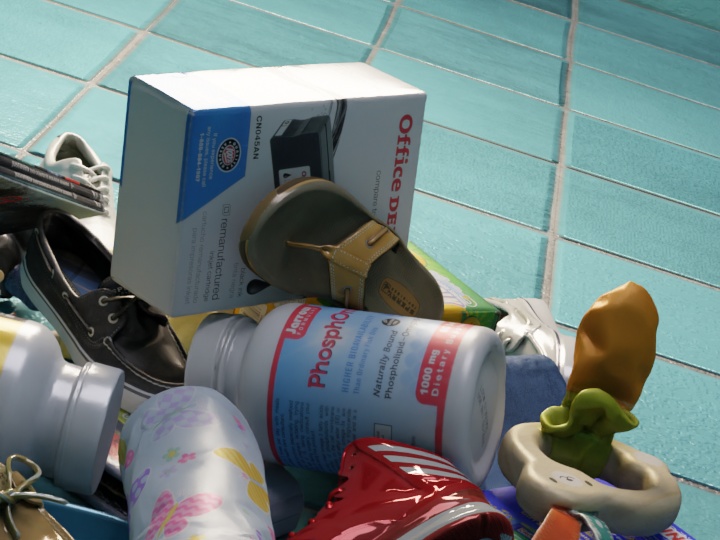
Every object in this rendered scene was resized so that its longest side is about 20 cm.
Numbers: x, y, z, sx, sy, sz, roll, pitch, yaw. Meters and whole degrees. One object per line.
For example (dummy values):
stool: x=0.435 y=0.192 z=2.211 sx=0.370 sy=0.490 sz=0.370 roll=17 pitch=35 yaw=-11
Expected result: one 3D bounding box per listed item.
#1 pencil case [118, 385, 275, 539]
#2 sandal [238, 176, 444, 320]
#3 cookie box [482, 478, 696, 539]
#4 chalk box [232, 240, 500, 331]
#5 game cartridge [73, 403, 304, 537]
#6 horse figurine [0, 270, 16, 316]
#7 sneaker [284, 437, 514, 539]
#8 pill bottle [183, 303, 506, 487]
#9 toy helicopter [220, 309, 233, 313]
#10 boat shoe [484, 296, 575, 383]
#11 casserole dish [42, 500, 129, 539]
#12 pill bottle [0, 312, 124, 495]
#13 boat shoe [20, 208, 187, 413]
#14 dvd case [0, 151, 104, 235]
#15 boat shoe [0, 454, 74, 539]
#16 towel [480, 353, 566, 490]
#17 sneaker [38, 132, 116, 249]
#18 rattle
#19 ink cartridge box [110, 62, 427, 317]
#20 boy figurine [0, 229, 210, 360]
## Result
pencil case: x=-0.096 y=0.145 z=1.196 sx=0.083 sy=0.090 sz=0.200 roll=53 pitch=7 yaw=-24
sandal: x=0.000 y=0.000 z=1.405 sx=0.054 sy=0.081 sz=0.200 roll=25 pitch=-7 yaw=47
cookie box: x=0.139 y=0.210 z=1.344 sx=0.199 sy=0.076 sz=0.171 roll=-2 pitch=27 yaw=-41
chalk box: x=0.014 y=0.057 z=1.566 sx=0.199 sy=0.125 sz=0.124 roll=-1 pitch=26 yaw=-37
game cartridge: x=-0.140 y=0.124 z=1.399 sx=0.199 sy=0.041 sz=0.133 roll=29 pitch=19 yaw=28
horse figurine: x=-0.322 y=0.032 z=1.394 sx=0.199 sy=0.133 sz=0.050 roll=26 pitch=1 yaw=-17
sneaker: x=-0.017 y=0.170 z=1.268 sx=0.198 sy=0.079 sz=0.116 roll=-14 pitch=30 yaw=-16
pill bottle: x=-0.010 y=0.080 z=1.380 sx=0.198 sy=0.110 sz=0.109 roll=7 pitch=17 yaw=17
toy helicopter: x=-0.089 y=-0.016 z=1.660 sx=0.199 sy=0.133 sz=0.079 roll=9 pitch=10 yaw=-38
boat shoe: x=0.132 y=0.067 z=1.717 sx=0.065 sy=0.073 sz=0.200 roll=9 pitch=21 yaw=-10
casserole dish: x=-0.201 y=0.173 z=1.219 sx=0.198 sy=0.039 sz=0.121 roll=15 pitch=21 yaw=-6
pill bottle: x=-0.253 y=0.077 z=1.303 sx=0.198 sy=0.113 sz=0.112 roll=14 pitch=20 yaw=0
boat shoe: x=-0.171 y=0.025 z=1.451 sx=0.069 sy=0.067 sz=0.200 roll=-14 pitch=43 yaw=-32
dvd case: x=-0.287 y=-0.051 z=1.472 sx=0.145 sy=0.022 sz=0.200 roll=-10 pitch=-12 yaw=16
boat shoe: x=-0.233 y=0.122 z=1.179 sx=0.199 sy=0.063 sz=0.073 roll=27 pitch=22 yaw=23
towel: x=0.076 y=0.120 z=1.501 sx=0.199 sy=0.048 sz=0.112 roll=-5 pitch=70 yaw=-41
sneaker: x=-0.232 y=-0.055 z=1.726 sx=0.073 sy=0.071 sz=0.200 roll=6 pitch=23 yaw=-29
rattle: x=0.157 y=0.107 z=1.328 sx=0.130 sy=0.143 sz=0.200 roll=38 pitch=17 yaw=11
ink cartridge box: x=-0.061 y=-0.059 z=1.425 sx=0.199 sy=0.146 sz=0.084 roll=-8 pitch=25 yaw=-37
boy figurine: x=-0.189 y=0.021 z=1.548 sx=0.199 sy=0.065 sz=0.124 roll=23 pitch=56 yaw=32
